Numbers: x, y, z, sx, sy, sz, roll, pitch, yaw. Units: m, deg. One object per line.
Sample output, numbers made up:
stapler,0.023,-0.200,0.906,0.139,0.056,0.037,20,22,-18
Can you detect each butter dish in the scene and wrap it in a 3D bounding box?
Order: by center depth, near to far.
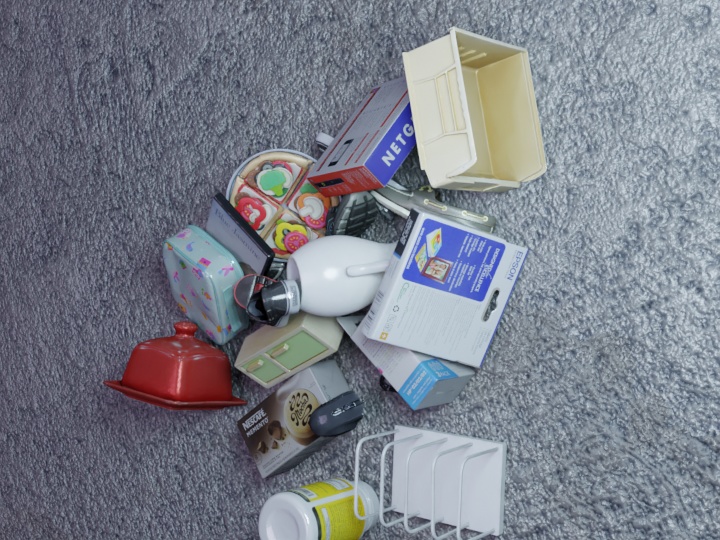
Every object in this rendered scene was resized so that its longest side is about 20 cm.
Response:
butter dish,-0.321,0.165,1.867,0.199,0.199,0.149,8,89,37

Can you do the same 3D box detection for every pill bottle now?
pill bottle,-0.059,0.394,1.667,0.112,0.199,0.114,0,91,37

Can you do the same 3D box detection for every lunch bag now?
lunch bag,-0.266,0.029,1.846,0.160,0.077,0.201,34,147,29

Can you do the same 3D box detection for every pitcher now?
pitcher,0.000,0.000,1.581,0.171,0.198,0.122,155,105,-71

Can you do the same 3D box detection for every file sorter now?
file sorter,0.104,0.325,1.591,0.199,0.124,0.140,4,94,36

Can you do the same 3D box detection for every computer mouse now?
computer mouse,0.008,0.205,1.660,0.199,0.034,0.059,-29,73,1

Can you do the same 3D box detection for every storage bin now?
storage bin,0.166,-0.219,1.486,0.093,0.199,0.200,-14,83,37

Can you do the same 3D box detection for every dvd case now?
dvd case,-0.214,-0.033,1.796,0.143,0.018,0.200,47,152,10

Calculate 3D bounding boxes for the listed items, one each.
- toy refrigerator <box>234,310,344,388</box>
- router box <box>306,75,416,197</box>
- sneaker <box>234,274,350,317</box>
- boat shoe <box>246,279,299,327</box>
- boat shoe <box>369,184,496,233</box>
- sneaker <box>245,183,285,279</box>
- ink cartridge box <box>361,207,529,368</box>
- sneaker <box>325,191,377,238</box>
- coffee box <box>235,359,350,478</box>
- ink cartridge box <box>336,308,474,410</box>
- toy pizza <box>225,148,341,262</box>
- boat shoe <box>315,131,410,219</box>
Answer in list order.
toy refrigerator,-0.117,0.123,1.715,0.200,0.076,0.070,-31,30,44
router box,0.027,-0.206,1.577,0.201,0.049,0.179,-55,24,-19
sneaker,-0.111,0.054,1.770,0.198,0.087,0.074,15,81,4
boat shoe,-0.143,0.055,1.611,0.200,0.066,0.071,161,101,-74
boat shoe,0.111,-0.093,1.595,0.201,0.072,0.061,27,93,15
sneaker,-0.162,-0.078,1.821,0.074,0.081,0.202,2,112,3
ink cartridge box,0.125,0.028,1.529,0.047,0.199,0.199,36,107,57
sneaker,-0.027,-0.078,1.665,0.080,0.075,0.200,61,157,25
coffee box,-0.105,0.252,1.772,0.200,0.080,0.114,-39,71,30
ink cartridge box,0.068,0.116,1.618,0.200,0.115,0.068,47,116,26
toy pizza,-0.129,-0.104,1.746,0.198,0.032,0.202,2,114,5
boat shoe,-0.008,-0.152,1.697,0.199,0.074,0.068,38,98,20
